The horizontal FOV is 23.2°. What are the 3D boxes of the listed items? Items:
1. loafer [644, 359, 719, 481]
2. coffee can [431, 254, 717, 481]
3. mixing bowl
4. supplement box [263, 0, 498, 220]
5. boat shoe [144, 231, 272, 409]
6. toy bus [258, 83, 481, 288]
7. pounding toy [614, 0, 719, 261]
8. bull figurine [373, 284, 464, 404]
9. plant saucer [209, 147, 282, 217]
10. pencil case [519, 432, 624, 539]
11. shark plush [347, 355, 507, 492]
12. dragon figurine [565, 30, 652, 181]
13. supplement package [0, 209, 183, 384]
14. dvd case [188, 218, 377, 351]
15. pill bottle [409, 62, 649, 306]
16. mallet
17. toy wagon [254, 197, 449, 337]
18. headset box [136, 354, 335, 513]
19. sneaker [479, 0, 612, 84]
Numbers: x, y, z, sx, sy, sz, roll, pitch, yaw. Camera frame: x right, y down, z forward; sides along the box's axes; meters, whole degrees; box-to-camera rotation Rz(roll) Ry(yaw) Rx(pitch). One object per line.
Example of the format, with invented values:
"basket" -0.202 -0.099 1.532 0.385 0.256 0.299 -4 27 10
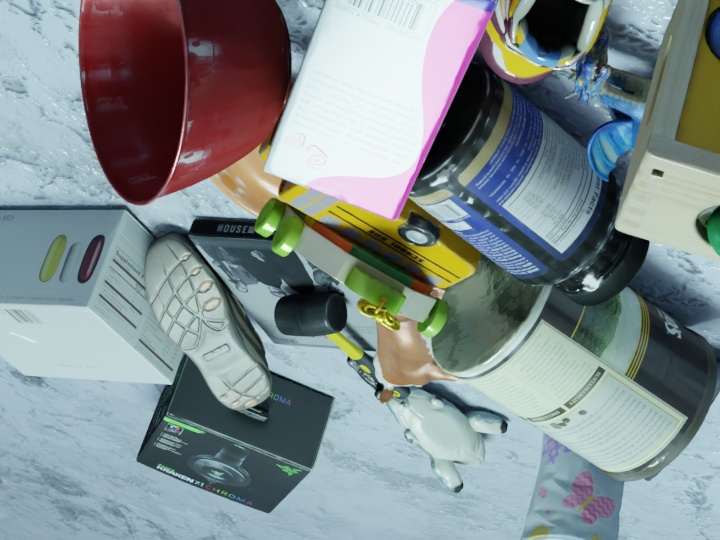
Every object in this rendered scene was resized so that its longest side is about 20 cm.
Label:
"loafer" 0.285 0.127 1.631 0.063 0.072 0.200 35 149 11
"coffee can" 0.180 0.069 1.483 0.199 0.147 0.146 33 151 -25
"mixing bowl" -0.117 -0.149 1.254 0.108 0.201 0.200 -5 166 -29
"supplement box" 0.017 -0.147 1.166 0.101 0.104 0.201 21 132 -5
"boat shoe" -0.152 0.045 1.723 0.074 0.073 0.201 -22 115 9
"toy bus" 0.008 -0.064 1.356 0.199 0.065 0.078 29 152 -22
"pounding toy" 0.269 -0.078 1.085 0.183 0.201 0.142 17 153 4
"bull figurine" 0.060 0.060 1.620 0.121 0.065 0.201 4 143 16
"plant saucer" -0.038 -0.087 1.455 0.199 0.038 0.200 16 154 8
"pencil case" 0.203 0.185 1.636 0.090 0.201 0.083 10 147 1
"shark plush" 0.056 0.157 1.829 0.199 0.091 0.083 26 -177 -24
"dragon figurine" 0.198 -0.098 1.253 0.099 0.059 0.200 10 152 18
"supplement package" -0.287 0.025 1.747 0.199 0.111 0.156 0 149 32
"dvd case" -0.058 0.017 1.679 0.149 0.025 0.200 4 150 27
"pill bottle" 0.123 -0.058 1.318 0.200 0.112 0.112 36 149 -30
"mallet" -0.016 0.078 1.705 0.065 0.041 0.200 1 153 27
"toy wagon" 0.000 0.000 1.402 0.155 0.040 0.200 29 -175 -19
"headset box" -0.140 0.177 1.960 0.173 0.093 0.200 23 153 -9
"sneaker" 0.115 -0.163 1.148 0.075 0.091 0.200 20 153 -2
